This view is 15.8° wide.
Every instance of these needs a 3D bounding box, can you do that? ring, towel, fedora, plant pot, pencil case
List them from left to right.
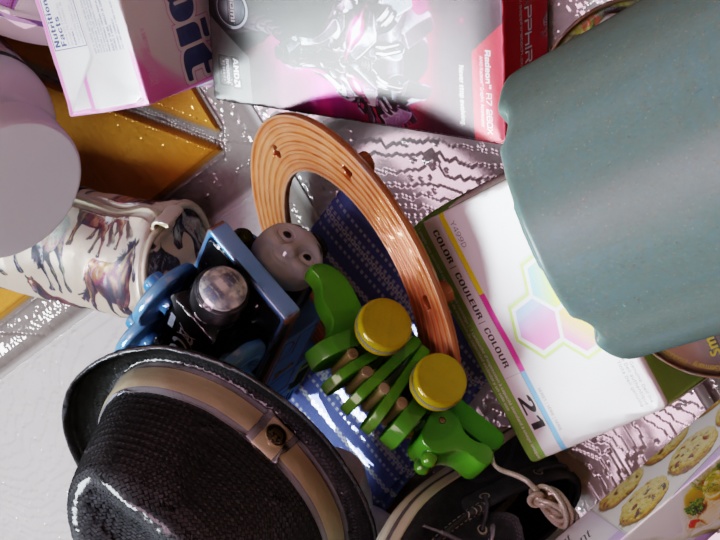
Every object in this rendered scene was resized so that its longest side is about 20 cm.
[{"bbox_3d":[-0.180,-0.021,1.623,0.200,0.078,0.090,12,140,36],"label":"pencil case"},{"bbox_3d":[-0.092,0.140,1.407,0.200,0.092,0.201,17,133,20],"label":"fedora"},{"bbox_3d":[-0.006,0.063,1.563,0.145,0.024,0.200,48,130,15],"label":"towel"},{"bbox_3d":[0.000,0.000,1.464,0.200,0.019,0.201,45,152,32],"label":"ring"},{"bbox_3d":[0.181,-0.061,1.194,0.196,0.200,0.201,-22,95,25],"label":"plant pot"}]

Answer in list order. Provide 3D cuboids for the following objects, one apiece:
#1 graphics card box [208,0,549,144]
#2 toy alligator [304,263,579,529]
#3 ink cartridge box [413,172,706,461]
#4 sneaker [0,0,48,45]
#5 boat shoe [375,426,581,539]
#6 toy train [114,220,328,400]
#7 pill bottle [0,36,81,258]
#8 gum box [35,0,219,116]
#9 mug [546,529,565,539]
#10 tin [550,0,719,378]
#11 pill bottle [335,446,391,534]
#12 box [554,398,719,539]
[{"bbox_3d":[0.007,-0.146,1.427,0.200,0.051,0.126,12,116,32],"label":"graphics card box"},{"bbox_3d":[0.031,0.080,1.396,0.200,0.054,0.059,46,151,3],"label":"toy alligator"},{"bbox_3d":[0.144,-0.004,1.368,0.200,0.076,0.148,-27,91,44],"label":"ink cartridge box"},{"bbox_3d":[-0.231,-0.225,1.579,0.200,0.073,0.114,38,125,19],"label":"sneaker"},{"bbox_3d":[0.058,0.151,1.426,0.062,0.200,0.075,26,126,23],"label":"boat shoe"},{"bbox_3d":[-0.078,0.039,1.491,0.087,0.114,0.200,47,151,12],"label":"toy train"},{"bbox_3d":[-0.256,-0.098,1.586,0.200,0.116,0.116,44,134,42],"label":"pill bottle"},{"bbox_3d":[-0.132,-0.191,1.482,0.066,0.113,0.201,-5,106,39],"label":"gum box"},{"bbox_3d":[0.091,0.230,1.467,0.149,0.153,0.187,48,131,12],"label":"mug"},{"bbox_3d":[0.163,-0.043,1.312,0.112,0.042,0.200,-24,93,6],"label":"tin"},{"bbox_3d":[-0.015,0.209,1.549,0.112,0.112,0.200,9,127,36],"label":"pill bottle"},{"bbox_3d":[0.159,0.129,1.379,0.200,0.041,0.039,-42,119,17],"label":"box"}]
